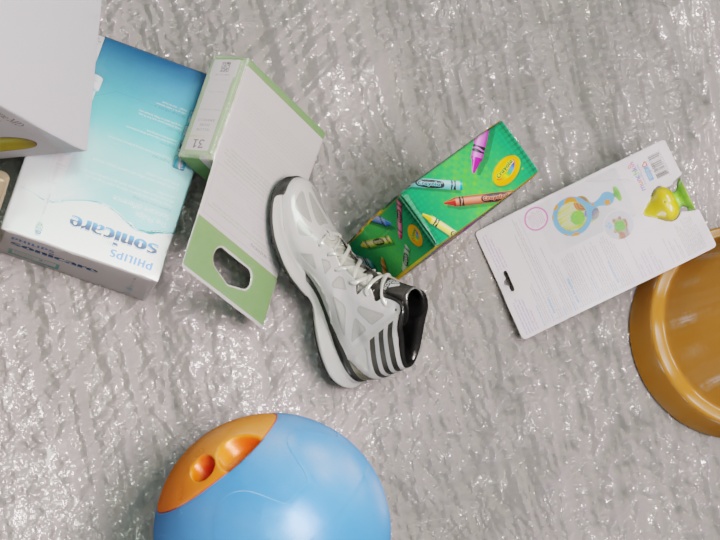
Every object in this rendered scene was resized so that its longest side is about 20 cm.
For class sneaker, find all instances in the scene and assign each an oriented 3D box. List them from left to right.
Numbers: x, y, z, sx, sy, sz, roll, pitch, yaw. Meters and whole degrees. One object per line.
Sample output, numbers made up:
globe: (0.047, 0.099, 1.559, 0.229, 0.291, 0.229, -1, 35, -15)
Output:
sneaker: (0.000, 0.000, 1.593, 0.076, 0.115, 0.201, -31, 102, -52)

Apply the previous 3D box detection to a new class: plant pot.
plant pot: (0.375, 0.044, 1.658, 0.199, 0.183, 0.201, 3, 76, -13)

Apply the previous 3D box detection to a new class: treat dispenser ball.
treat dispenser ball: (-0.074, 0.220, 1.496, 0.200, 0.201, 0.202, 3, 76, -13)

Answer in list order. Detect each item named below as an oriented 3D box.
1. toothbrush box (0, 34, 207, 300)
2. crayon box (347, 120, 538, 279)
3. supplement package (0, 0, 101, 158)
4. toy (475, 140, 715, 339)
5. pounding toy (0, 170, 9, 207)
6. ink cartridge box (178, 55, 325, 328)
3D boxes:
toothbrush box: (-0.224, -0.094, 1.594, 0.146, 0.085, 0.201, 18, 73, -10)
crayon box: (0.069, -0.054, 1.597, 0.119, 0.200, 0.058, -36, 88, -19)
supplement package: (-0.346, -0.185, 1.504, 0.199, 0.152, 0.152, -3, 75, 25)
toy: (0.224, -0.026, 1.690, 0.199, 0.047, 0.116, -27, 73, 13)
pounding toy: (-0.356, 0.042, 1.477, 0.141, 0.184, 0.201, -5, 78, -15)
ink cartridge box: (-0.108, -0.069, 1.591, 0.048, 0.145, 0.201, 8, 70, 32)
